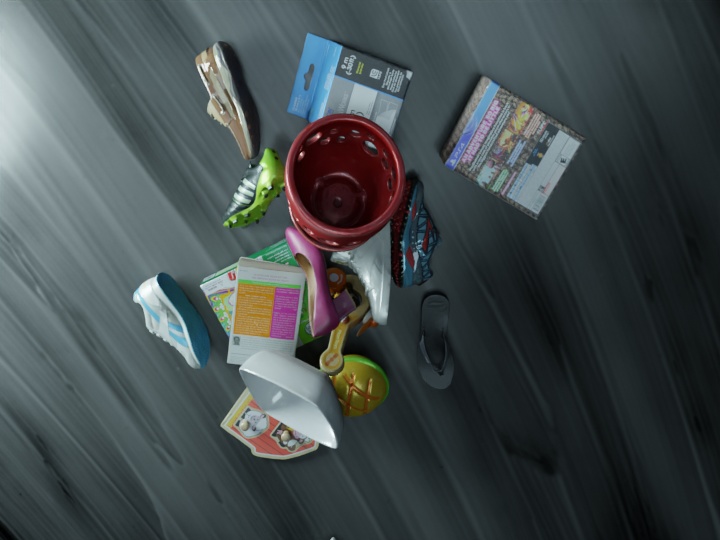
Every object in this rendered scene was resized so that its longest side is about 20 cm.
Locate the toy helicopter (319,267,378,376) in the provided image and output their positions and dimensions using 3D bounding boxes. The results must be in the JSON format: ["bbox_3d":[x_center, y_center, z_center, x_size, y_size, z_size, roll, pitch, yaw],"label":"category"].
[{"bbox_3d":[-0.025,0.101,1.298,0.128,0.205,0.080,13,150,3],"label":"toy helicopter"}]

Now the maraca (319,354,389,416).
[{"bbox_3d":[-0.037,0.234,1.393,0.195,0.108,0.140,-17,116,18],"label":"maraca"}]

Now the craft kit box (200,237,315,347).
[{"bbox_3d":[-0.181,0.068,1.371,0.196,0.049,0.201,-25,110,9],"label":"craft kit box"}]

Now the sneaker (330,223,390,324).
[{"bbox_3d":[0.000,0.000,1.293,0.112,0.074,0.206,0,72,-3],"label":"sneaker"}]

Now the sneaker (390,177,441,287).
[{"bbox_3d":[0.106,-0.073,1.314,0.093,0.079,0.206,-4,109,-22],"label":"sneaker"}]

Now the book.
[{"bbox_3d":[-0.178,0.087,1.333,0.129,0.048,0.206,8,110,-7],"label":"book"}]

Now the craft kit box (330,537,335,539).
[{"bbox_3d":[-0.050,0.733,1.588,0.196,0.049,0.201,39,105,-9],"label":"craft kit box"}]

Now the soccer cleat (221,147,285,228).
[{"bbox_3d":[-0.194,-0.143,1.271,0.199,0.066,0.083,-36,63,43],"label":"soccer cleat"}]

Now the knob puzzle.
[{"bbox_3d":[-0.168,0.319,1.462,0.212,0.031,0.227,0,109,0],"label":"knob puzzle"}]

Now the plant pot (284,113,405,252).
[{"bbox_3d":[-0.031,-0.137,1.192,0.194,0.183,0.207,1,80,-5],"label":"plant pot"}]

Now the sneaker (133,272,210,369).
[{"bbox_3d":[-0.365,0.107,1.376,0.079,0.077,0.204,-25,101,18],"label":"sneaker"}]

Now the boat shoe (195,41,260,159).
[{"bbox_3d":[-0.232,-0.293,1.237,0.070,0.076,0.206,-14,103,14],"label":"boat shoe"}]

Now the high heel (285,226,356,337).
[{"bbox_3d":[-0.097,0.017,1.256,0.095,0.068,0.201,-33,74,-22],"label":"high heel"}]

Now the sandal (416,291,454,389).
[{"bbox_3d":[0.146,0.146,1.391,0.074,0.043,0.206,-6,109,3],"label":"sandal"}]

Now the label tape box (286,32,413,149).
[{"bbox_3d":[-0.022,-0.310,1.228,0.194,0.064,0.148,18,108,-6],"label":"label tape box"}]

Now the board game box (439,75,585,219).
[{"bbox_3d":[0.263,-0.218,1.237,0.196,0.097,0.162,28,107,-8],"label":"board game box"}]

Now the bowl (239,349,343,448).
[{"bbox_3d":[-0.114,0.229,1.299,0.196,0.075,0.202,23,151,24],"label":"bowl"}]
